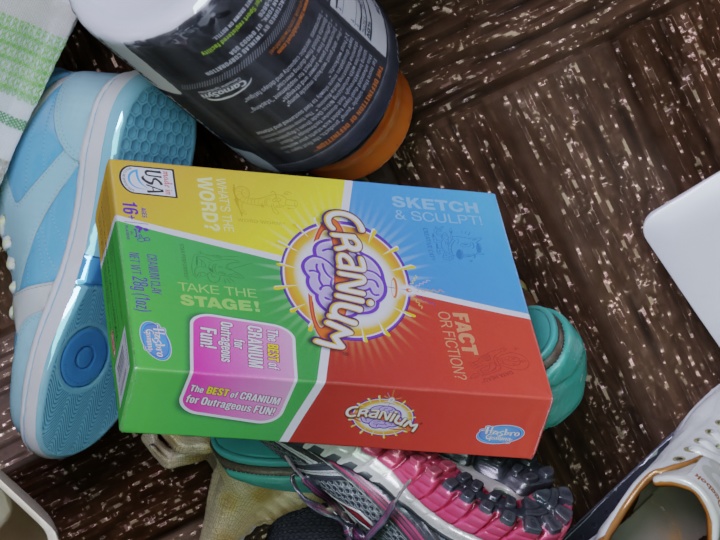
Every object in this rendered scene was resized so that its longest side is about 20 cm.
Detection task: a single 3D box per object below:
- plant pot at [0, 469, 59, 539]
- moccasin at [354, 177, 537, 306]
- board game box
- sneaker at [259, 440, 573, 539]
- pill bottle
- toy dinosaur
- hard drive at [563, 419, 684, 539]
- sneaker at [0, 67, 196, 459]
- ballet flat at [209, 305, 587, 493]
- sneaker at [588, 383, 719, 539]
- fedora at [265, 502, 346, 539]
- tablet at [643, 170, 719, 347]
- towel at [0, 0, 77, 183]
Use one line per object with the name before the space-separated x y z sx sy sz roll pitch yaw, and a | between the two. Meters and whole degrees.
plant pot | -0.274 0.130 1.406 0.200 0.177 0.200 44 92 0
moccasin | 0.000 -0.002 1.456 0.200 0.078 0.074 14 115 -4
board game box | -0.021 0.017 1.335 0.199 0.153 0.040 4 130 -15
sneaker | 0.002 0.099 1.345 0.199 0.081 0.075 32 121 21
pill bottle | -0.049 -0.115 1.382 0.106 0.200 0.107 -14 60 25
toy dinosaur | -0.063 0.101 1.464 0.101 0.058 0.201 34 91 -1
hard drive | 0.194 0.191 1.469 0.135 0.042 0.200 -43 89 1
sneaker | -0.163 -0.012 1.442 0.130 0.079 0.201 16 89 37
ballet flat | 0.024 0.079 1.417 0.199 0.068 0.071 -19 134 15
sneaker | 0.179 0.110 1.398 0.073 0.085 0.200 43 62 4
fedora | 0.015 0.172 1.433 0.199 0.201 0.092 8 59 1
tablet | 0.257 -0.030 1.435 0.199 0.014 0.130 -32 120 11
towel | -0.221 -0.100 1.365 0.149 0.031 0.201 23 95 -41
